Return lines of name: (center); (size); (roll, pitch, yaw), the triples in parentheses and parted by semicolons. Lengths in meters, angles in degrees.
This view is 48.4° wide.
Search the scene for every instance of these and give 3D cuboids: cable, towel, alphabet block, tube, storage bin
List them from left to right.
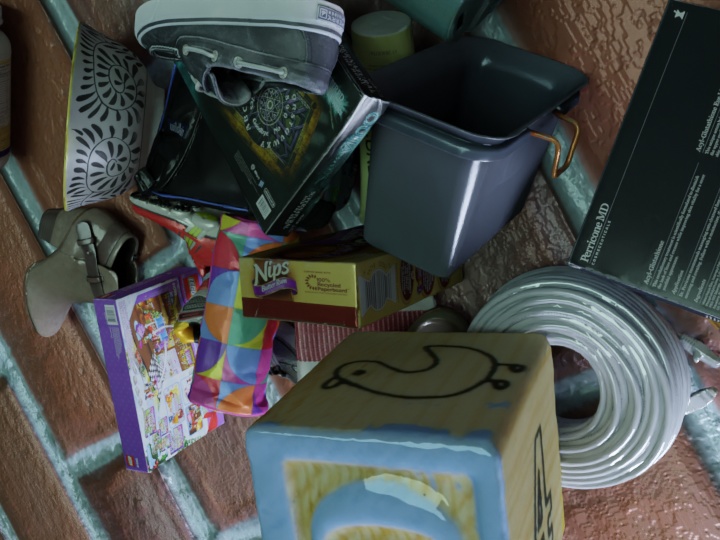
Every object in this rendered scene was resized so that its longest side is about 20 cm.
towel: (0.008, 0.114, 0.809); (0.143, 0.023, 0.202); (-2, 105, 0)
tube: (0.028, -0.124, 0.710); (0.058, 0.052, 0.201); (29, 141, 35)
alphabet block: (0.049, 0.173, 0.638); (0.194, 0.200, 0.198); (0, 106, 22)
storage bin: (0.091, -0.088, 0.643); (0.145, 0.200, 0.135); (26, 128, 22)
cable: (0.182, 0.098, 0.707); (0.200, 0.069, 0.201); (41, 122, 15)

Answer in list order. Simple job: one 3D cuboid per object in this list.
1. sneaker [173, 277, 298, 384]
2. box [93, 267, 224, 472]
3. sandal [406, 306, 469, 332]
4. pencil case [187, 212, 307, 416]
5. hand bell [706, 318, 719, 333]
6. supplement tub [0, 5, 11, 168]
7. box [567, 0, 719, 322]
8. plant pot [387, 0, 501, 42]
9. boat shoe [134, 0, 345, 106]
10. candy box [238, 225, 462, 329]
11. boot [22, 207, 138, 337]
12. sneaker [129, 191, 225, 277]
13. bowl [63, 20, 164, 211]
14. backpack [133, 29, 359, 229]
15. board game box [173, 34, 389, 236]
sneaker: (-0.119, 0.089, 0.872); (0.199, 0.082, 0.078); (27, 148, 26)
box: (-0.227, 0.109, 0.921); (0.039, 0.137, 0.202); (1, 105, 30)
sandal: (0.043, 0.127, 0.772); (0.080, 0.054, 0.201); (29, 103, -7)
pencil case: (-0.112, 0.041, 0.789); (0.088, 0.088, 0.202); (13, 90, 28)
hand bell: (0.286, 0.040, 0.630); (0.200, 0.104, 0.104); (49, 124, 24)
supplement tub: (-0.509, -0.231, 0.987); (0.145, 0.145, 0.201); (22, 115, 24)
box: (0.254, -0.071, 0.572); (0.140, 0.079, 0.201); (22, 95, 22)
plant pot: (0.042, -0.296, 0.612); (0.196, 0.200, 0.201); (40, 122, 6)
boat shoe: (-0.095, -0.151, 0.568); (0.199, 0.072, 0.068); (12, 95, 36)
candy box: (0.000, 0.000, 0.710); (0.116, 0.200, 0.057); (4, 103, 31)
boot: (-0.348, 0.015, 1.010); (0.145, 0.070, 0.201); (21, 115, 23)
sneaker: (-0.180, -0.037, 0.888); (0.199, 0.077, 0.085); (24, 121, 24)
bowl: (-0.264, -0.160, 0.869); (0.093, 0.201, 0.202); (4, 114, -16)
backpack: (-0.088, -0.149, 0.744); (0.182, 0.147, 0.202); (12, 92, 27)
board game box: (-0.069, -0.145, 0.606); (0.135, 0.028, 0.201); (-48, 58, 31)
